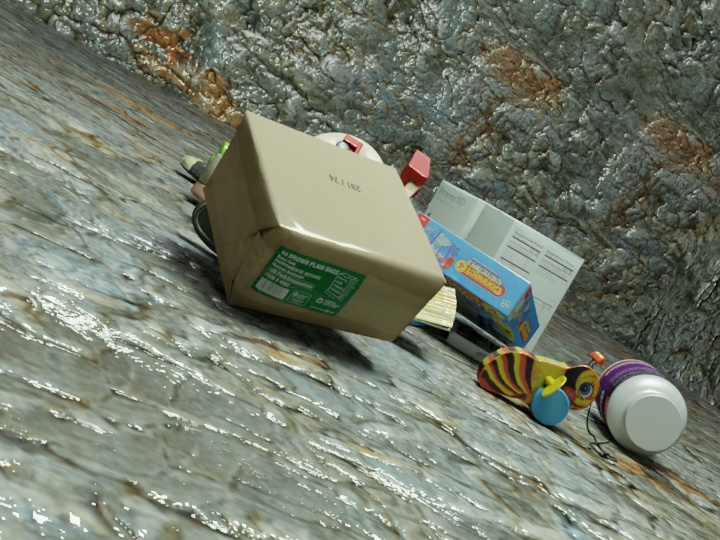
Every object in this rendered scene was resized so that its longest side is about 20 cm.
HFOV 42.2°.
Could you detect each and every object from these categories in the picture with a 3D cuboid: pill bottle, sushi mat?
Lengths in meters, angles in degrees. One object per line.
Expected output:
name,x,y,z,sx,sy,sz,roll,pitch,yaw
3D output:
pill bottle,0.407,0.199,1.357,0.111,0.114,0.200,30,7,5
sushi mat,0.022,0.021,1.137,0.197,0.012,0.096,17,27,2

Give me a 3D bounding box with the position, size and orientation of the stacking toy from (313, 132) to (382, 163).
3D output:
stacking toy,-0.045,-0.100,1.447,0.145,0.147,0.201,30,-32,8

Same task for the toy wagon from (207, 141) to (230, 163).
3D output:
toy wagon,-0.156,-0.151,1.468,0.154,0.040,0.199,29,-23,-18

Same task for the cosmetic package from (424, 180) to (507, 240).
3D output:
cosmetic package,0.204,-0.034,1.796,0.165,0.202,0.167,26,7,-26

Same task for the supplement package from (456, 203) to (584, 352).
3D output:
supplement package,0.248,0.019,1.598,0.149,0.202,0.152,27,8,-17

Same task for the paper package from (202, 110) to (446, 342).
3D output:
paper package,-0.039,-0.040,0.925,0.198,0.104,0.192,17,34,-33

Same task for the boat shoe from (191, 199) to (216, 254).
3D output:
boat shoe,-0.096,-0.016,0.986,0.199,0.067,0.057,34,3,3

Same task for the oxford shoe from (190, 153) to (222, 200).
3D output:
oxford shoe,-0.156,-0.106,1.323,0.070,0.075,0.199,30,3,27

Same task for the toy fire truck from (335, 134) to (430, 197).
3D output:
toy fire truck,0.011,-0.117,1.312,0.140,0.049,0.201,31,48,-6

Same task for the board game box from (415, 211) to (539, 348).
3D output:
board game box,0.160,0.021,1.366,0.199,0.056,0.196,35,-8,23

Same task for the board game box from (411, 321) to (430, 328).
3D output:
board game box,0.000,0.000,1.310,0.199,0.056,0.195,34,8,27

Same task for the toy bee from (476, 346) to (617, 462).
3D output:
toy bee,0.250,0.138,1.167,0.198,0.110,0.131,27,6,-23

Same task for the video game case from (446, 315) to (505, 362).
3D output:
video game case,0.214,0.133,1.405,0.181,0.022,0.200,31,8,5

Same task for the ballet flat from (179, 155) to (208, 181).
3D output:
ballet flat,-0.187,-0.131,1.444,0.198,0.057,0.066,26,6,1
